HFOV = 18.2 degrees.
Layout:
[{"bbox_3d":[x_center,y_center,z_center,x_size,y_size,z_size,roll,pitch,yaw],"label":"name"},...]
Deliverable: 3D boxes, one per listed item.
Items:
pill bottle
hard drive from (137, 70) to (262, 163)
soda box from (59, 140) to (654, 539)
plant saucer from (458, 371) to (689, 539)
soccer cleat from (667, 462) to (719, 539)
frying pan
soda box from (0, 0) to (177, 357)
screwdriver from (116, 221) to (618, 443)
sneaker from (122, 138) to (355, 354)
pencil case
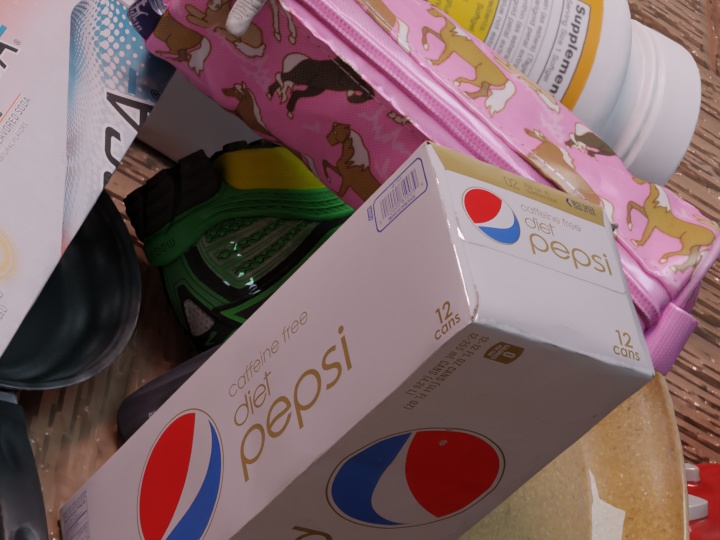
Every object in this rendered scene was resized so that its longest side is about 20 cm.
[{"bbox_3d":[0.039,-0.094,0.917,0.200,0.111,0.111,23,42,-28],"label":"pill bottle"},{"bbox_3d":[-0.091,-0.122,0.796,0.200,0.132,0.025,32,38,-19],"label":"hard drive"},{"bbox_3d":[-0.008,0.052,0.655,0.068,0.200,0.064,17,45,-34],"label":"soda box"},{"bbox_3d":[0.050,0.072,0.789,0.200,0.035,0.201,20,64,-49],"label":"plant saucer"},{"bbox_3d":[0.157,0.145,0.852,0.068,0.085,0.200,-1,29,-15],"label":"soccer cleat"},{"bbox_3d":[-0.108,0.024,0.725,0.115,0.031,0.190,-9,65,-46],"label":"frying pan"},{"bbox_3d":[-0.118,-0.029,0.693,0.068,0.064,0.200,36,39,-11],"label":"soda box"},{"bbox_3d":[-0.002,0.016,0.699,0.028,0.200,0.029,30,44,-40],"label":"screwdriver"},{"bbox_3d":[0.000,0.000,0.835,0.200,0.078,0.085,-7,76,-45],"label":"sneaker"},{"bbox_3d":[0.024,-0.042,0.711,0.200,0.083,0.087,42,37,0],"label":"pencil case"}]
